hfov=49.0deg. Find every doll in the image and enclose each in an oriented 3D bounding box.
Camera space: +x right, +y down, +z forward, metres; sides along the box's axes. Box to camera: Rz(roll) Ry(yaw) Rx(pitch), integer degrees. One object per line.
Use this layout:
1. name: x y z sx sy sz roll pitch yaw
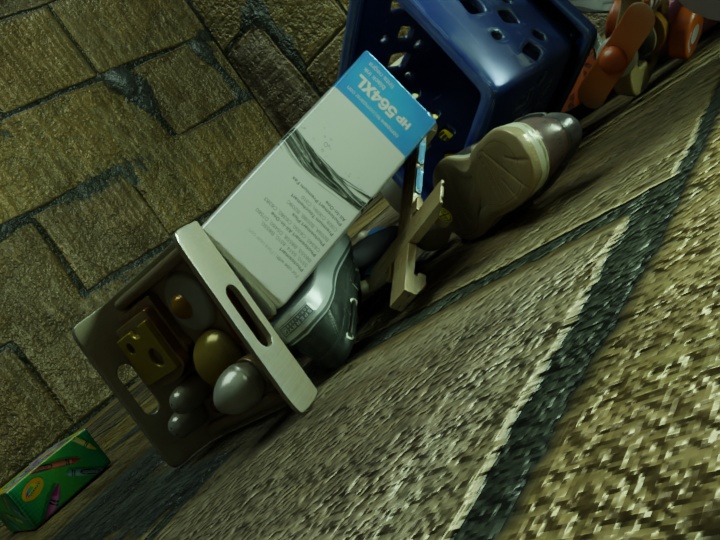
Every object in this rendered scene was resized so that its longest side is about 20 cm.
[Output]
1. doll: 0.000 0.000 0.760 0.199 0.049 0.137 -34 19 20

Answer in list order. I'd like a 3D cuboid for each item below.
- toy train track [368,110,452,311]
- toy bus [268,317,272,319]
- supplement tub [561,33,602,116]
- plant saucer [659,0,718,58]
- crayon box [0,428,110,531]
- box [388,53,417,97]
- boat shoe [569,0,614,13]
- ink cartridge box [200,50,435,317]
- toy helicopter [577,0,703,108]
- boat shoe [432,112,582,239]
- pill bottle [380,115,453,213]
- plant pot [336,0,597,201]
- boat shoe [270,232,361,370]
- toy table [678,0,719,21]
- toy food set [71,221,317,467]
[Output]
1. toy train track: 0.050 -0.051 0.628 0.115 0.032 0.202 -52 23 46
2. toy bus: -0.138 0.046 0.969 0.189 0.138 0.200 -19 13 14
3. supplement tub: 0.235 -0.249 0.958 0.122 0.123 0.200 -34 6 22
4. plant saucer: 0.370 -0.295 0.859 0.199 0.051 0.201 -37 7 5
5. crayon box: -0.416 0.281 1.047 0.119 0.059 0.199 -41 7 -35
6. box: 0.115 -0.240 1.224 0.175 0.201 0.097 -36 6 10
7. boat shoe: 0.229 -0.319 0.867 0.074 0.066 0.200 -23 30 -39
8. ink cartridge box: -0.049 -0.060 0.643 0.201 0.084 0.146 -50 9 -22
9. toy helicopter: 0.231 -0.229 0.674 0.133 0.078 0.201 -55 -33 -18
10. boat shoe: 0.112 -0.075 0.628 0.064 0.073 0.200 -22 -4 -13
11. pill bottle: 0.115 -0.171 1.114 0.199 0.114 0.113 -35 6 16
12. plant pot: 0.106 -0.200 0.788 0.178 0.201 0.201 -30 -23 -26
13. boat shoe: -0.028 0.022 0.649 0.069 0.057 0.200 -43 10 17
14. toy table: 0.316 -0.282 0.568 0.118 0.183 0.200 -55 13 -17
15. toy food set: -0.132 0.067 0.581 0.199 0.144 0.060 -31 8 44
